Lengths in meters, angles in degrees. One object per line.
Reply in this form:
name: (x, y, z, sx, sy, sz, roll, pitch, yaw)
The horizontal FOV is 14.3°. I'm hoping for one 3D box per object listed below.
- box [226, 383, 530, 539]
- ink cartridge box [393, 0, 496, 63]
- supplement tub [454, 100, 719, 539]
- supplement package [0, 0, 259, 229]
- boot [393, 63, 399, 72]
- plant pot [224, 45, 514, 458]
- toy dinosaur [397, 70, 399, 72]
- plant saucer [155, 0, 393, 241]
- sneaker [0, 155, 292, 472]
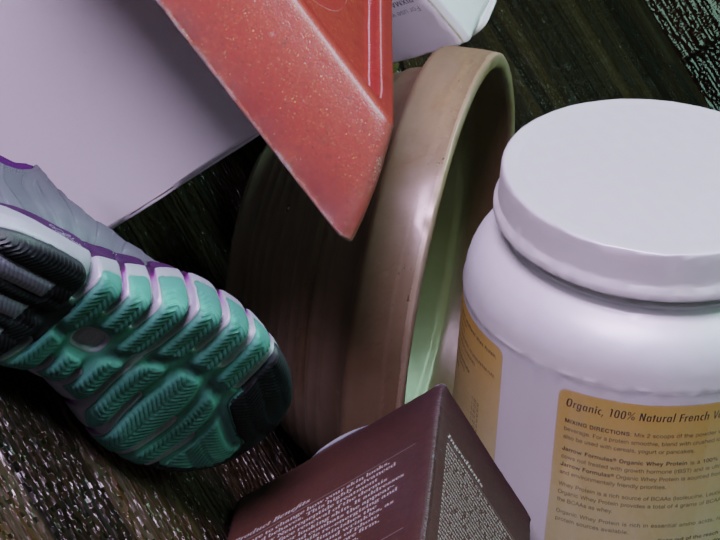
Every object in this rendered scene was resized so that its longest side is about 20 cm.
box: (0.002, 0.126, 1.027, 0.075, 0.100, 0.200, 55, 15, -16)
ink cartridge box: (-0.015, -0.204, 1.234, 0.200, 0.083, 0.146, 48, 49, -29)
supplement tub: (0.110, 0.047, 1.164, 0.145, 0.144, 0.201, -98, -170, -58)
supplement package: (-0.124, -0.122, 1.066, 0.200, 0.121, 0.120, 56, 15, -13)
boot: (0.000, -0.102, 1.363, 0.200, 0.066, 0.176, -84, -179, -57)
plant pot: (0.000, 0.000, 1.214, 0.201, 0.092, 0.202, 11, 90, -77)
toy dinosaur: (0.024, -0.019, 1.461, 0.201, 0.102, 0.077, -86, 173, -48)
plant saucer: (-0.046, -0.135, 1.041, 0.200, 0.037, 0.200, 51, 18, -23)
sneaker: (-0.095, 0.002, 1.015, 0.200, 0.074, 0.088, 39, 19, -52)
